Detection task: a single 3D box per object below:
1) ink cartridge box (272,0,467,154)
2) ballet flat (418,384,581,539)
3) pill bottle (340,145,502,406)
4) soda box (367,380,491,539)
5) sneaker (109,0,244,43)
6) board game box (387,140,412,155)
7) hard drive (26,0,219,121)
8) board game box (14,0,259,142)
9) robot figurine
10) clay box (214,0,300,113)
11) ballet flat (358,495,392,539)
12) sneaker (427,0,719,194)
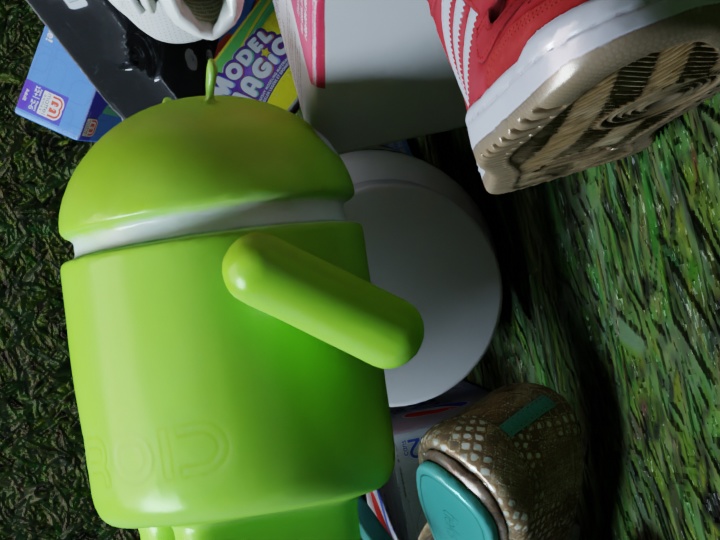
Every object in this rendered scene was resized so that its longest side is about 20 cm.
[{"bbox_3d":[-0.003,-0.167,0.847,0.145,0.084,0.200,93,163,-69],"label":"ink cartridge box"},{"bbox_3d":[0.060,0.105,0.867,0.071,0.065,0.200,43,160,19],"label":"ballet flat"},{"bbox_3d":[0.000,0.000,1.011,0.200,0.116,0.116,-136,35,-81],"label":"pill bottle"},{"bbox_3d":[0.039,0.096,1.080,0.200,0.068,0.063,-176,74,-83],"label":"soda box"},{"bbox_3d":[-0.072,-0.121,0.826,0.200,0.074,0.116,87,171,-60],"label":"sneaker"},{"bbox_3d":[0.013,-0.022,1.238,0.200,0.037,0.151,-111,11,-53],"label":"board game box"},{"bbox_3d":[-0.103,-0.177,0.989,0.140,0.038,0.200,53,-145,-41],"label":"hard drive"},{"bbox_3d":[-0.092,-0.141,1.184,0.200,0.045,0.152,-3,-65,-66],"label":"board game box"},{"bbox_3d":[-0.051,0.025,0.833,0.175,0.116,0.200,164,98,-69],"label":"robot figurine"},{"bbox_3d":[-0.054,-0.085,1.074,0.048,0.200,0.115,36,174,-3],"label":"clay box"},{"bbox_3d":[-0.024,0.111,1.018,0.071,0.065,0.200,55,-176,-19],"label":"ballet flat"},{"bbox_3d":[0.048,-0.087,0.592,0.200,0.071,0.113,122,133,-85],"label":"sneaker"}]
